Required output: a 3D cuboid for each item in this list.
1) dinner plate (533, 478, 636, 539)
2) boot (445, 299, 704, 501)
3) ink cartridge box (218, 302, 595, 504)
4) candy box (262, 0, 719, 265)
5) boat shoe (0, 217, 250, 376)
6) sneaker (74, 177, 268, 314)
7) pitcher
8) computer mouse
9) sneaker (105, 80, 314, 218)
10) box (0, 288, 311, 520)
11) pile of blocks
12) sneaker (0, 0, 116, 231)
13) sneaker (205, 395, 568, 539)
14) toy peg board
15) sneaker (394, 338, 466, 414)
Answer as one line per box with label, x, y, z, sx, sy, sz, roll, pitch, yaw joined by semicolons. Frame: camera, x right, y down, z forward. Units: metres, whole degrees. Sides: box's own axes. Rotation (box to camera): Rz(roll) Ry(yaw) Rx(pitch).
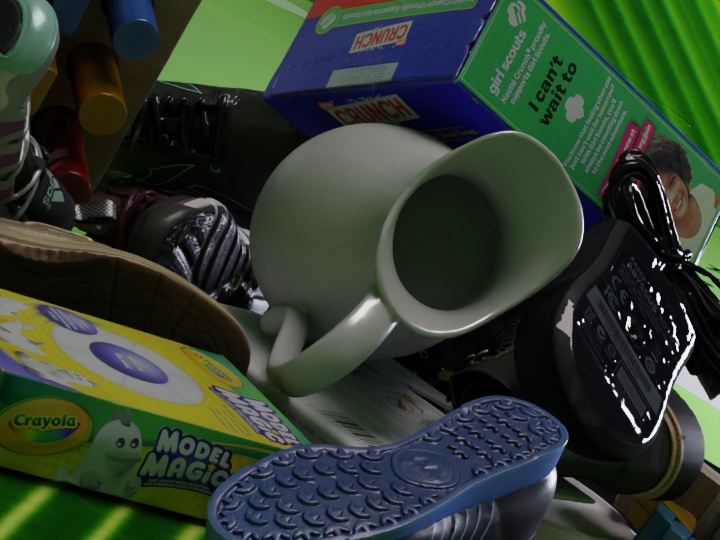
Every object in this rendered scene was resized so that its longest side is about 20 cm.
dinner plate;0.082;0.121;1.405;0.199;0.024;0.200;25;9;-4
boot;0.074;0.044;1.373;0.138;0.078;0.200;8;22;-45
ink cartridge box;-0.004;0.080;1.336;0.200;0.044;0.173;34;12;39
candy box;0.075;-0.072;1.430;0.200;0.077;0.169;38;-22;-33
boat shoe;-0.146;0.010;1.253;0.199;0.072;0.065;22;11;-16
sneaker;-0.123;-0.015;1.476;0.115;0.076;0.200;24;-2;16
pitcher;0.000;0.000;1.317;0.122;0.171;0.200;58;-18;-13
computer mouse;0.124;0.035;1.305;0.139;0.053;0.200;62;32;-10
sneaker;-0.101;-0.073;1.524;0.199;0.076;0.079;1;-10;45
box;-0.104;0.062;1.166;0.199;0.049;0.117;21;12;-37
pile of blocks;0.198;0.150;1.355;0.082;0.062;0.200;22;18;-44
sneaker;-0.169;-0.058;1.277;0.139;0.200;0.078;27;53;-31
sneaker;0.011;0.116;1.146;0.199;0.078;0.070;-12;37;-39
toy peg board;-0.201;-0.099;1.362;0.199;0.200;0.098;21;26;-25
sneaker;0.042;0.068;1.492;0.199;0.072;0.083;21;23;4
